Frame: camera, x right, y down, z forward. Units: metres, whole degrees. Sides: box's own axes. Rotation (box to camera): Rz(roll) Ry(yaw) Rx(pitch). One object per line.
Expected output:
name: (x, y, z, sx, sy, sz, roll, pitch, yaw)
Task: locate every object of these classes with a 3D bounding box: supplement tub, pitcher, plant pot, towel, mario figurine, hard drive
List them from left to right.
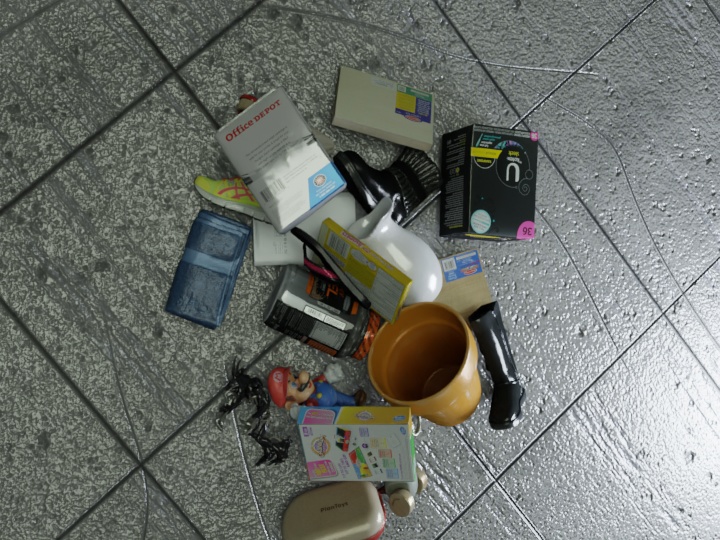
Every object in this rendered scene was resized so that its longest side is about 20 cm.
towel: (-0.279, -0.001, 1.646, 0.110, 0.048, 0.204, 19, 85, -11)
hard drive: (-0.106, -0.079, 1.698, 0.195, 0.025, 0.135, -2, 89, -13)
mario figurine: (-0.076, 0.224, 1.651, 0.196, 0.123, 0.108, 21, 93, -18)
supplement tub: (-0.070, 0.081, 1.654, 0.197, 0.122, 0.125, 25, 84, -12)
pitcher: (0.046, -0.016, 1.670, 0.201, 0.169, 0.122, 49, 36, -26)
plant pot: (0.136, 0.192, 1.654, 0.201, 0.199, 0.184, -48, 139, -9)

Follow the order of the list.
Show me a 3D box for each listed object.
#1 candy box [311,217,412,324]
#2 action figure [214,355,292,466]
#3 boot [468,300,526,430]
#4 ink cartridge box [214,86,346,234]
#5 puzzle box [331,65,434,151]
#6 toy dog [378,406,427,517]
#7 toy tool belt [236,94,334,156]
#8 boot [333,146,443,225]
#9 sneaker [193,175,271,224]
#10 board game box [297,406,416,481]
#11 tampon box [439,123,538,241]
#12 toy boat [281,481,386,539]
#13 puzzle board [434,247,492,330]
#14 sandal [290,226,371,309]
candy box: (0.000, 0.000, 1.614, 0.199, 0.103, 0.026, 37, 48, 18)
action figure: (-0.202, 0.262, 1.624, 0.101, 0.118, 0.203, -33, 103, -29)
boot: (0.256, 0.178, 1.704, 0.064, 0.165, 0.204, -12, 103, 19)
ink cartridge box: (-0.136, -0.187, 1.546, 0.145, 0.086, 0.202, -35, 88, 1)
puzzle box: (0.046, -0.306, 1.704, 0.196, 0.026, 0.135, 15, 54, -12)
toy dog: (0.056, 0.359, 1.694, 0.095, 0.131, 0.205, -9, 84, 29)
toy tool belt: (-0.155, -0.222, 1.642, 0.197, 0.125, 0.125, 28, 75, -10)
boot: (0.053, -0.187, 1.687, 0.158, 0.079, 0.212, -47, 128, -8)
sneaker: (-0.206, -0.147, 1.631, 0.196, 0.078, 0.092, 18, 95, 7)
board game box: (-0.004, 0.308, 1.586, 0.195, 0.041, 0.155, -1, 128, 8)
tampon box: (0.244, -0.163, 1.718, 0.147, 0.126, 0.205, 3, 88, -21)
toy boat: (-0.047, 0.479, 1.663, 0.196, 0.132, 0.133, -14, 129, -3)
puzzle board: (0.160, 0.056, 1.761, 0.196, 0.017, 0.154, -17, 91, -13)
sandal: (-0.061, 0.002, 1.597, 0.045, 0.075, 0.200, -42, 85, -5)
